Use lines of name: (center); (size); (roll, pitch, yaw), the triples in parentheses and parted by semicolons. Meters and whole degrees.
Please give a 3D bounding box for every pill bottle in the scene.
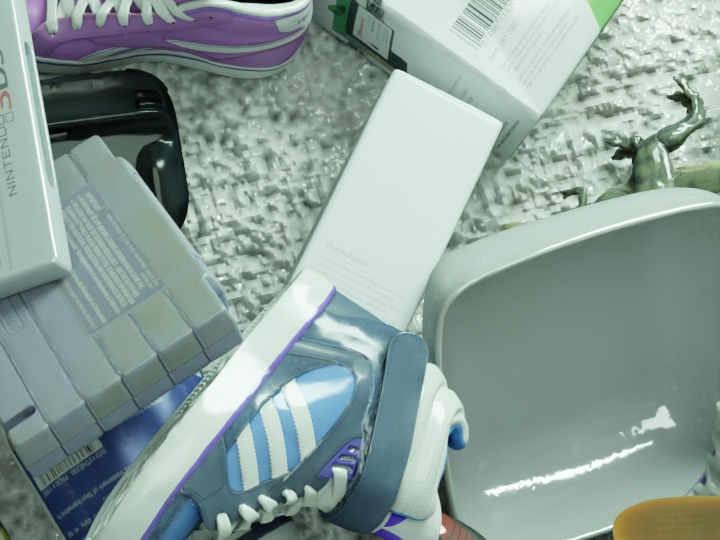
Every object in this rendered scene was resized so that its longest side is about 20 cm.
pill bottle: (-0.100, 0.135, 1.156); (0.111, 0.111, 0.200); (-30, 84, -16)

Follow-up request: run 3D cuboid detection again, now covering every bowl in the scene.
bowl: (0.122, 0.049, 1.207); (0.199, 0.075, 0.201); (-17, 122, -15)

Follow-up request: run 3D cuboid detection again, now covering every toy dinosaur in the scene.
toy dinosaur: (0.171, -0.058, 1.258); (0.047, 0.200, 0.088); (42, 39, -33)

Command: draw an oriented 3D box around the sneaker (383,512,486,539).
sneaker: (0.097, 0.185, 1.184); (0.200, 0.071, 0.098); (45, 76, -17)

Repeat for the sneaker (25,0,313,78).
sneaker: (-0.125, -0.160, 1.224); (0.200, 0.114, 0.073); (0, 78, -10)

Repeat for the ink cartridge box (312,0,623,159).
ink cartridge box: (0.053, -0.187, 1.280); (0.200, 0.084, 0.146); (36, 72, 1)

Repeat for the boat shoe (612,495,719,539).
boat shoe: (0.231, 0.157, 1.126); (0.199, 0.071, 0.070); (0, 32, 17)

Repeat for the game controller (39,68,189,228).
game controller: (-0.198, -0.054, 1.227); (0.199, 0.042, 0.105); (-8, 92, -13)

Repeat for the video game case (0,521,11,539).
video game case: (-0.282, 0.179, 1.154); (0.200, 0.026, 0.181); (-30, 84, -17)

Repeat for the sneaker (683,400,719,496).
sneaker: (0.219, 0.130, 1.209); (0.080, 0.201, 0.088); (35, 27, 20)

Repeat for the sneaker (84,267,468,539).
sneaker: (-0.029, 0.111, 1.084); (0.146, 0.081, 0.200); (41, 65, -6)

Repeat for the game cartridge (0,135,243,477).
game cartridge: (-0.149, 0.013, 1.124); (0.129, 0.200, 0.038); (-30, 128, -8)

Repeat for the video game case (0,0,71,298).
video game case: (-0.260, -0.052, 1.157); (0.199, 0.024, 0.183); (-18, 67, 12)

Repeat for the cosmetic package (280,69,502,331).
cosmetic package: (0.000, 0.000, 1.215); (0.071, 0.101, 0.201); (26, 74, -3)
